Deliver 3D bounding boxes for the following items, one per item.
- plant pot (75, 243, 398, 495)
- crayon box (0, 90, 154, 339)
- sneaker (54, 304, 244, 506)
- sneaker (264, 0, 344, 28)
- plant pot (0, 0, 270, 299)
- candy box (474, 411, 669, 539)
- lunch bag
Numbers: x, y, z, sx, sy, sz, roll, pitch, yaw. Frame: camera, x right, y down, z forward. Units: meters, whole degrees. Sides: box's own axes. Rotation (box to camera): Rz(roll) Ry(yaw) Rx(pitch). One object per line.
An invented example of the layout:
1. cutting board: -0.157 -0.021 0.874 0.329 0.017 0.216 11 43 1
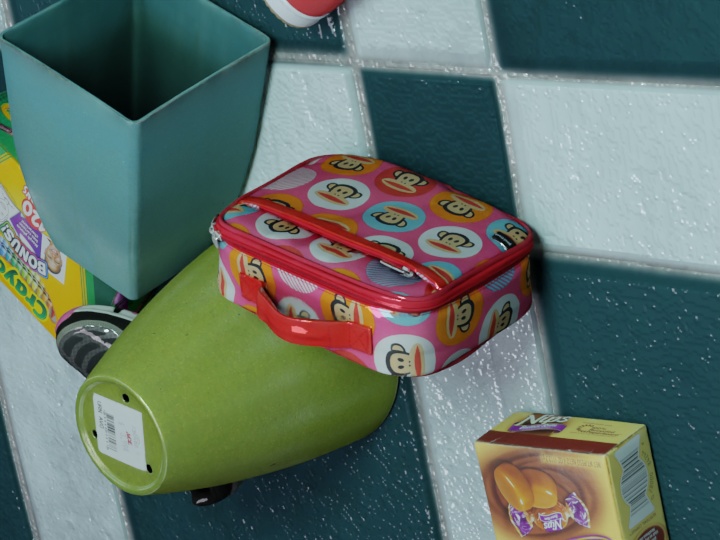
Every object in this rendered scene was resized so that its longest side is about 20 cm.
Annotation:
1. plant pot: -0.106 0.081 1.827 0.187 0.200 0.188 23 126 34
2. crayon box: -0.250 -0.034 2.010 0.200 0.058 0.119 44 135 17
3. sneaker: -0.161 0.109 1.943 0.200 0.088 0.074 41 129 -8
4. sneaker: -0.057 -0.269 1.684 0.200 0.071 0.112 56 142 -6
5. plant pot: -0.165 -0.091 1.844 0.141 0.141 0.201 32 138 28
6. candy box: 0.158 0.203 1.746 0.116 0.056 0.201 3 114 43
7. lunch bag: 0.000 0.000 1.697 0.199 0.176 0.082 23 126 34
